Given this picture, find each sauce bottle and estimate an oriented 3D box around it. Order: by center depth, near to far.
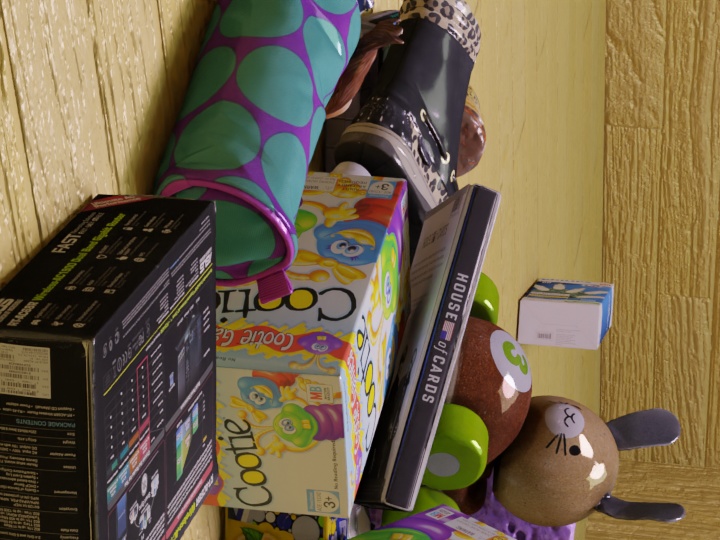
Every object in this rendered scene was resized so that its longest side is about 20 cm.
[{"bbox_3d":[0.068,-0.128,1.877,0.200,0.066,0.066,-95,-174,-72],"label":"sauce bottle"}]

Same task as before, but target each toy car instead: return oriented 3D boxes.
[{"bbox_3d":[0.125,0.114,1.544,0.165,0.199,0.158,-82,-175,-48],"label":"toy car"}]

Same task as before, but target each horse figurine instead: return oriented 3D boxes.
[{"bbox_3d":[-0.022,-0.143,1.398,0.200,0.050,0.133,-115,-143,-66],"label":"horse figurine"}]

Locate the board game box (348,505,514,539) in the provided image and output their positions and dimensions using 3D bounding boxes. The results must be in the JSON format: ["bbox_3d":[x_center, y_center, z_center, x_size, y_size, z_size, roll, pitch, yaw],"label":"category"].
[{"bbox_3d":[0.007,0.227,1.354,0.199,0.105,0.104,-15,114,-37],"label":"board game box"}]

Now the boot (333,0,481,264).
[{"bbox_3d":[0.053,-0.093,1.636,0.204,0.073,0.154,60,45,-55],"label":"boot"}]

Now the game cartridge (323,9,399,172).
[{"bbox_3d":[0.009,-0.126,1.699,0.200,0.038,0.130,-41,139,-75],"label":"game cartridge"}]

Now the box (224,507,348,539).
[{"bbox_3d":[-0.046,0.197,1.440,0.064,0.070,0.201,-49,142,-70],"label":"box"}]

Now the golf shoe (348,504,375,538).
[{"bbox_3d":[-0.035,0.141,1.518,0.094,0.077,0.201,34,58,-57],"label":"golf shoe"}]

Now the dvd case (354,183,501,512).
[{"bbox_3d":[0.037,0.051,1.430,0.150,0.025,0.201,151,-44,-80],"label":"dvd case"}]

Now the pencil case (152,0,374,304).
[{"bbox_3d":[-0.054,-0.084,1.244,0.092,0.085,0.201,49,38,-31],"label":"pencil case"}]

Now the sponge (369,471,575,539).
[{"bbox_3d":[0.056,0.172,1.625,0.030,0.199,0.112,68,28,-63],"label":"sponge"}]

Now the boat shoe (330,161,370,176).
[{"bbox_3d":[0.000,0.000,1.598,0.069,0.072,0.200,-59,148,-27],"label":"boat shoe"}]

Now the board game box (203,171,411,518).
[{"bbox_3d":[-0.038,0.038,1.332,0.200,0.102,0.105,-71,162,-53],"label":"board game box"}]

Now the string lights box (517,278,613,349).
[{"bbox_3d":[0.265,0.055,2.917,0.200,0.102,0.059,-36,129,-76],"label":"string lights box"}]

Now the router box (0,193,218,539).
[{"bbox_3d":[-0.118,0.065,1.034,0.200,0.062,0.151,-57,149,-68],"label":"router box"}]
